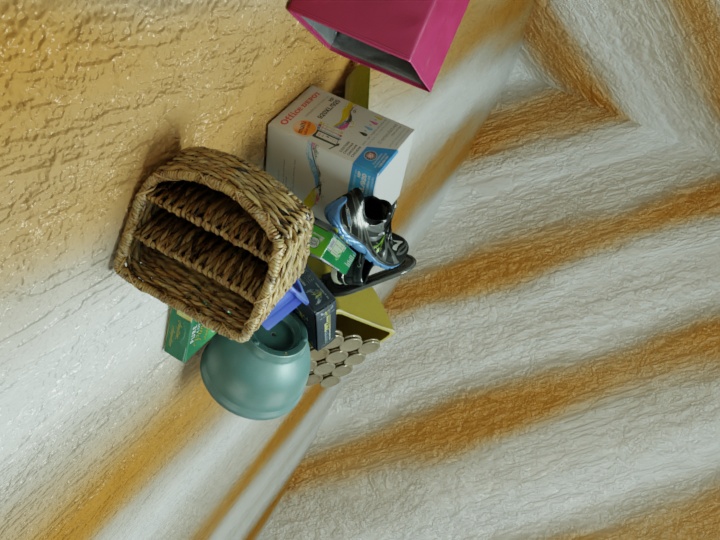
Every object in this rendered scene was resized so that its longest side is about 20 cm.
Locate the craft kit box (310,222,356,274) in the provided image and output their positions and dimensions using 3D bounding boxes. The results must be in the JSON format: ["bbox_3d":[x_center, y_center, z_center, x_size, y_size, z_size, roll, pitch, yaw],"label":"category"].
[{"bbox_3d":[-0.113,-0.067,0.966,0.049,0.196,0.200,-59,168,-2],"label":"craft kit box"}]

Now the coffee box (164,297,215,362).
[{"bbox_3d":[-0.240,0.048,1.039,0.200,0.044,0.124,-50,164,-53],"label":"coffee box"}]

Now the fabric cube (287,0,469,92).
[{"bbox_3d":[0.044,-0.407,0.914,0.201,0.195,0.200,-66,168,9],"label":"fabric cube"}]

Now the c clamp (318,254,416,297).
[{"bbox_3d":[0.000,0.000,1.146,0.171,0.198,0.027,-112,-175,-73],"label":"c clamp"}]

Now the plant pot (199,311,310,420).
[{"bbox_3d":[-0.170,0.144,1.122,0.135,0.200,0.200,-57,175,38],"label":"plant pot"}]

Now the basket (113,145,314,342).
[{"bbox_3d":[-0.172,-0.040,0.739,0.149,0.199,0.143,-52,166,-42],"label":"basket"}]

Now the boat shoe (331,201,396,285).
[{"bbox_3d":[0.025,-0.054,1.093,0.200,0.066,0.075,-55,146,-29],"label":"boat shoe"}]

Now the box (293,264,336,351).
[{"bbox_3d":[-0.120,0.032,1.146,0.051,0.200,0.158,-34,157,-21],"label":"box"}]

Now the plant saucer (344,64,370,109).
[{"bbox_3d":[-0.010,-0.269,1.216,0.200,0.047,0.202,93,-1,-67],"label":"plant saucer"}]

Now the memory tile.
[{"bbox_3d":[-0.064,0.189,1.324,0.152,0.017,0.200,13,137,-37],"label":"memory tile"}]

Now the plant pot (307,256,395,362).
[{"bbox_3d":[-0.076,0.075,1.350,0.194,0.201,0.195,-36,142,26],"label":"plant pot"}]

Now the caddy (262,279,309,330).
[{"bbox_3d":[-0.160,-0.008,0.920,0.105,0.200,0.141,-45,170,-4],"label":"caddy"}]

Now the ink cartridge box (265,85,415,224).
[{"bbox_3d":[-0.038,-0.181,1.042,0.148,0.199,0.145,-53,163,-40],"label":"ink cartridge box"}]

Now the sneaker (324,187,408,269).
[{"bbox_3d":[0.026,-0.063,0.956,0.083,0.071,0.199,-39,145,14],"label":"sneaker"}]

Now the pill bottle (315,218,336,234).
[{"bbox_3d":[-0.042,-0.082,1.227,0.199,0.113,0.114,13,-109,57],"label":"pill bottle"}]
